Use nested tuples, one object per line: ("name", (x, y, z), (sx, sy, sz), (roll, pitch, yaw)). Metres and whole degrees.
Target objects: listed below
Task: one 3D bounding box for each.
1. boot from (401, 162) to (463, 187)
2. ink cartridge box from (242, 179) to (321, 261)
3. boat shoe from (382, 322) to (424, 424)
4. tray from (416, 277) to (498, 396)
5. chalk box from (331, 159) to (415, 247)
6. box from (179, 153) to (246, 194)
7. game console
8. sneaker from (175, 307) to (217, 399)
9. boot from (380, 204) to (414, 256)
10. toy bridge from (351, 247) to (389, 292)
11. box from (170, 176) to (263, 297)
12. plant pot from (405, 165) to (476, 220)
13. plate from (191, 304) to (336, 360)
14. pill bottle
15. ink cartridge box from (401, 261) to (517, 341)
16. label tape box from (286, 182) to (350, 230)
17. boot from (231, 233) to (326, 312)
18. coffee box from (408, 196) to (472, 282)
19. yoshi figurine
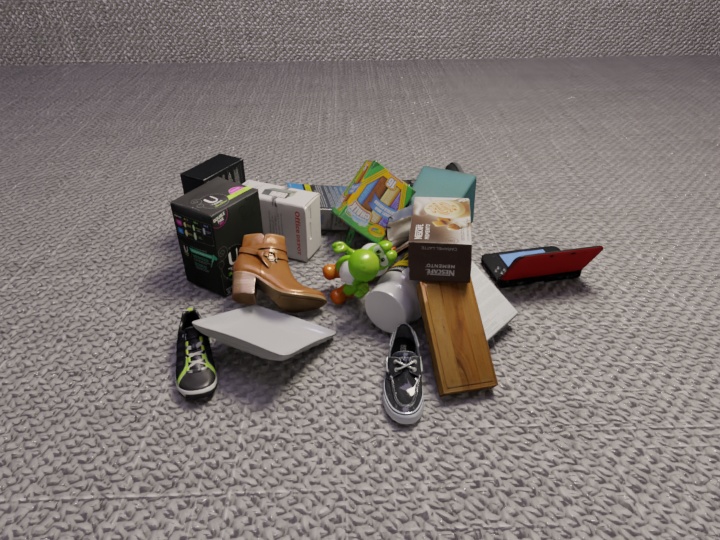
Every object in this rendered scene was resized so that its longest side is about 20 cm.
("boot", (0.201, -0.250, 1.571), (0.198, 0.066, 0.165), (-11, 34, -7))
("ink cartridge box", (-0.198, -0.120, 1.303), (0.198, 0.147, 0.084), (13, 35, 19))
("boat shoe", (0.076, 0.170, 0.942), (0.071, 0.068, 0.201), (3, 34, 5))
("tray", (0.168, 0.112, 0.962), (0.098, 0.037, 0.202), (-7, 70, -9))
("chalk box", (0.014, -0.145, 1.298), (0.124, 0.201, 0.125), (35, 2, -17))
("box", (-0.341, -0.157, 1.309), (0.078, 0.202, 0.141), (15, 36, 21))
("game console", (0.390, -0.037, 1.198), (0.198, 0.120, 0.173), (-7, 35, -10))
("sneaker", (-0.303, 0.142, 0.976), (0.071, 0.083, 0.200), (-12, 36, -16))
("boot", (0.064, -0.074, 1.206), (0.198, 0.075, 0.098), (-19, 79, -14))
("toy bridge", (0.032, 0.009, 1.215), (0.067, 0.027, 0.200), (-7, 34, -12))
("box", (-0.302, -0.075, 1.189), (0.123, 0.202, 0.148), (18, 38, 26))
("plant pot", (0.183, -0.134, 1.330), (0.140, 0.142, 0.200), (15, 44, 22))
("plate", (-0.172, 0.117, 1.004), (0.198, 0.033, 0.199), (15, 11, 22))
("pill bottle", (0.102, 0.033, 1.103), (0.114, 0.115, 0.200), (20, 39, 28))
("ink cartridge box", (0.186, 0.054, 1.056), (0.160, 0.047, 0.200), (-30, 72, -35))
("label tape box", (-0.089, -0.166, 1.418), (0.198, 0.064, 0.145), (1, 33, -15))
("boot", (-0.162, -0.001, 1.128), (0.198, 0.074, 0.156), (10, 55, -13))
("coffee box", (0.151, -0.064, 1.034), (0.113, 0.080, 0.201), (2, 31, 9))
("yoshi figurine", (-0.013, -0.001, 1.077), (0.112, 0.200, 0.113), (32, 55, -20))
